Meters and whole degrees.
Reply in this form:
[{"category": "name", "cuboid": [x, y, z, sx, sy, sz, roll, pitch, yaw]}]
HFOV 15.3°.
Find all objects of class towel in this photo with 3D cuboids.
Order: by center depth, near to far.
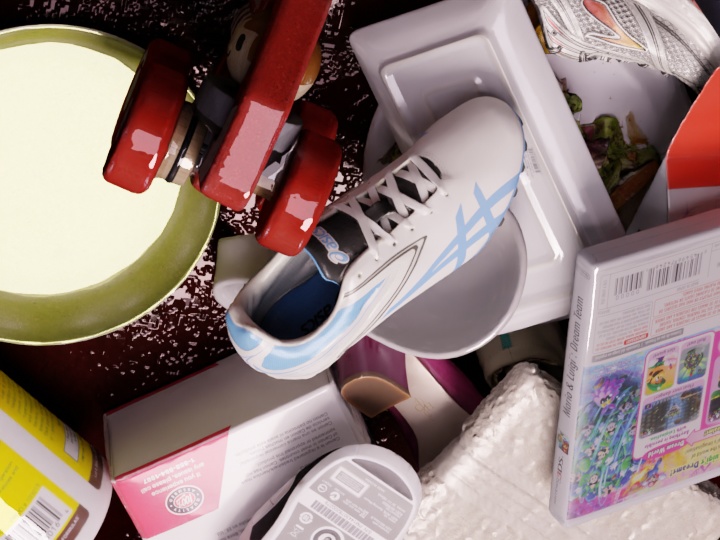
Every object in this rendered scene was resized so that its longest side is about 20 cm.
[{"category": "towel", "cuboid": [0.121, 0.143, 1.599, 0.200, 0.035, 0.133, 35, 104, -32]}]

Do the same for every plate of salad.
[{"category": "plate of salad", "cuboid": [0.101, -0.058, 1.543, 0.199, 0.048, 0.201, -3, 112, -8]}]

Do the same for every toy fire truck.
[{"category": "toy fire truck", "cuboid": [-0.052, -0.111, 1.396, 0.112, 0.200, 0.169, 22, 101, -8]}]

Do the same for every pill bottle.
[{"category": "pill bottle", "cuboid": [-0.245, 0.096, 1.537, 0.109, 0.109, 0.200, -40, 117, 12]}]

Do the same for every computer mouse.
[{"category": "computer mouse", "cuboid": [-0.038, 0.170, 1.558, 0.109, 0.044, 0.200, 36, 111, -17]}]

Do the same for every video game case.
[{"category": "video game case", "cuboid": [0.201, 0.044, 1.535, 0.199, 0.024, 0.183, -16, 128, -27]}]

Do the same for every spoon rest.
[{"category": "spoon rest", "cuboid": [0.000, 0.000, 1.500, 0.199, 0.100, 0.061, -1, 169, 27]}]

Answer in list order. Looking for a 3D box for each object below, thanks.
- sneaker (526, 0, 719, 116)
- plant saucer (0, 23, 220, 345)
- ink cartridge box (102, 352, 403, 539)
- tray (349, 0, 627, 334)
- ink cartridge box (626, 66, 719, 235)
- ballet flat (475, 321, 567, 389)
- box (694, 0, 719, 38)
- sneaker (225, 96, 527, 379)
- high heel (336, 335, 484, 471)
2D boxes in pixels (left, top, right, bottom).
[{"category": "sneaker", "cuboid": [0.135, -0.147, 1.493, 0.200, 0.078, 0.082, 36, 102, -14]}, {"category": "plant saucer", "cuboid": [-0.178, -0.052, 1.514, 0.199, 0.031, 0.201, -5, 118, -9]}, {"category": "ink cartridge box", "cuboid": [-0.048, 0.153, 1.619, 0.144, 0.084, 0.201, -24, 119, 3]}, {"category": "tray", "cuboid": [0.076, -0.056, 1.495, 0.107, 0.022, 0.201, -16, 111, 28]}, {"category": "ink cartridge box", "cuboid": [0.234, -0.030, 1.541, 0.159, 0.047, 0.201, -4, 136, -33]}, {"category": "ballet flat", "cuboid": [0.134, 0.103, 1.636, 0.069, 0.070, 0.200, -36, 119, 10]}, {"category": "box", "cuboid": [0.253, -0.222, 1.405, 0.122, 0.200, 0.199, 10, 115, -15]}, {"category": "sneaker", "cuboid": [0.011, -0.019, 1.441, 0.200, 0.072, 0.072, -43, 157, 1]}, {"category": "high heel", "cuboid": [0.043, 0.064, 1.617, 0.067, 0.097, 0.200, -22, 143, 19]}]
